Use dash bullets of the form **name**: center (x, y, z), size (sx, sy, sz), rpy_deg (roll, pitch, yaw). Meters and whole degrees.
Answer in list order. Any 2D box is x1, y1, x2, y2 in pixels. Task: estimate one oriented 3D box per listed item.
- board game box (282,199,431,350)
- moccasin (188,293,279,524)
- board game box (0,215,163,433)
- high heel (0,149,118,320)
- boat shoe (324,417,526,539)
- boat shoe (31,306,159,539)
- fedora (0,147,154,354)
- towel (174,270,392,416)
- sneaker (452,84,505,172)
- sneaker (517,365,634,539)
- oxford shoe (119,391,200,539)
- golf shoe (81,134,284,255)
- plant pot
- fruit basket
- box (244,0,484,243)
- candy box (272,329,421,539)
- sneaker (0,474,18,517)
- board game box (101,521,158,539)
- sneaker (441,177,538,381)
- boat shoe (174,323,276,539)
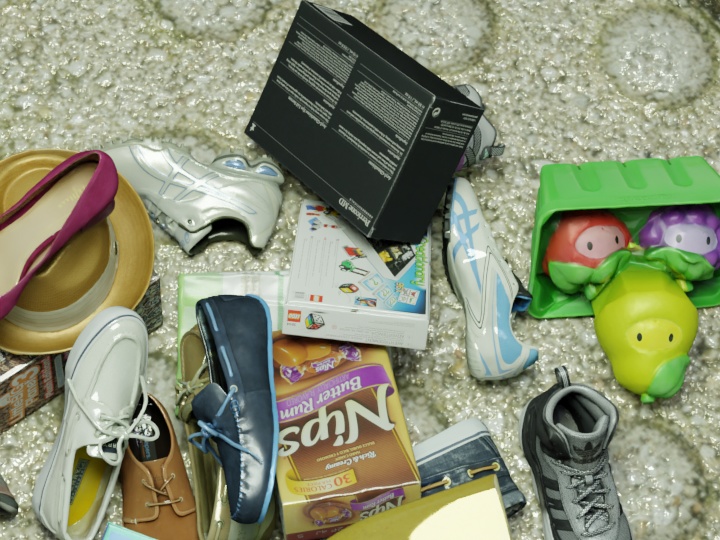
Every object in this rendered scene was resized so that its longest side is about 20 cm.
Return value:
- **board game box**: center (0.000, 0.000, 1.506), size (0.124, 0.035, 0.201), rpy_deg (7, 28, 0)
- **moccasin**: center (-0.109, 0.114, 1.377), size (0.067, 0.081, 0.202), rpy_deg (8, 52, -20)
- **board game box**: center (-0.300, 0.024, 1.490), size (0.199, 0.097, 0.160), rpy_deg (-33, 69, -20)
- **high heel**: center (-0.275, -0.025, 1.316), size (0.067, 0.096, 0.200), rpy_deg (44, 73, 11)
- **boat shoe**: center (0.044, 0.207, 1.434), size (0.199, 0.071, 0.091), rpy_deg (-27, 67, -18)
- **boat shoe**: center (-0.213, 0.136, 1.388), size (0.086, 0.074, 0.204), rpy_deg (31, 102, 51)
- **fedora**: center (-0.267, -0.031, 1.419), size (0.198, 0.082, 0.203), rpy_deg (2, 62, -3)
- **towel**: center (-0.068, 0.064, 1.525), size (0.197, 0.031, 0.151), rpy_deg (0, 61, -4)
- **sneaker**: center (0.061, -0.157, 1.639), size (0.139, 0.078, 0.200), rpy_deg (-14, 47, -35)
- **sneaker**: center (0.191, 0.181, 1.435), size (0.075, 0.114, 0.202), rpy_deg (-14, 64, -11)
- **oxford shoe**: center (-0.172, 0.197, 1.424), size (0.070, 0.071, 0.202), rpy_deg (-14, 65, -14)
- **golf shoe**: center (-0.172, -0.066, 1.565), size (0.197, 0.078, 0.098), rpy_deg (6, 67, 0)
- **plant pot**: center (0.033, 0.299, 1.322), size (0.197, 0.195, 0.198), rpy_deg (-11, 64, 0)
- **fruit basket**: center (0.253, 0.006, 1.528), size (0.213, 0.157, 0.217), rpy_deg (1, 44, -1)
- **box**: center (-0.001, -0.136, 1.539), size (0.078, 0.142, 0.200), rpy_deg (9, 25, -48)
- **candy box**: center (-0.022, 0.130, 1.415), size (0.115, 0.057, 0.201), rpy_deg (-9, 44, -6)
- **sneaker**: center (-0.365, 0.236, 1.387), size (0.082, 0.077, 0.200), rpy_deg (42, 67, 10)
- **board game box**: center (-0.165, 0.322, 1.345), size (0.150, 0.045, 0.202), rpy_deg (19, 77, 6)
- **sneaker**: center (0.116, 0.005, 1.547), size (0.072, 0.072, 0.202), rpy_deg (-10, 67, -4)
- **boat shoe**: center (-0.126, 0.137, 1.433), size (0.063, 0.073, 0.203), rpy_deg (2, 68, -38)
